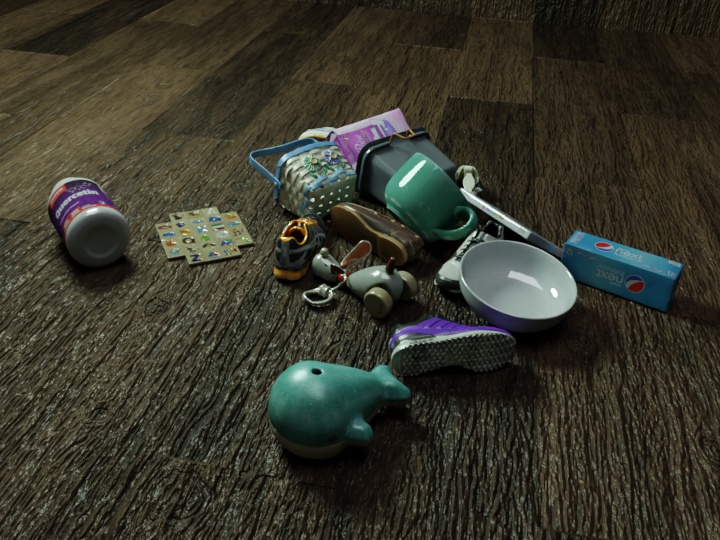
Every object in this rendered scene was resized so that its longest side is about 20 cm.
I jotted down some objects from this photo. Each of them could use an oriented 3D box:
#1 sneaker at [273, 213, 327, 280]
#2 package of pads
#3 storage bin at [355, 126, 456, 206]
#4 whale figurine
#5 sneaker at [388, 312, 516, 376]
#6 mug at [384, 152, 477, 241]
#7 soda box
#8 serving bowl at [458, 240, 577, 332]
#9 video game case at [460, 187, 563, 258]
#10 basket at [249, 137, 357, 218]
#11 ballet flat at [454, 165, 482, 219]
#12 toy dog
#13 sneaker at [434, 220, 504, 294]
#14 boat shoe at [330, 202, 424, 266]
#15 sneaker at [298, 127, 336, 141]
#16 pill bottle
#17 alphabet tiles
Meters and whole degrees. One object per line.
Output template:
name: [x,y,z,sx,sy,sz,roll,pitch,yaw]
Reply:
sneaker: [-0.108,-0.062,1.351,0.077,0.079,0.201,5,31,8]
package of pads: [0.031,-0.280,1.651,0.197,0.076,0.122,-23,73,-26]
storage bin: [0.106,-0.212,1.558,0.198,0.147,0.134,-23,50,-34]
whale figurine: [-0.027,0.164,0.976,0.197,0.106,0.159,-15,36,-25]
sneaker: [0.136,0.100,1.120,0.196,0.071,0.100,-2,30,-8]
mug: [0.123,-0.126,1.387,0.114,0.152,0.185,-44,21,-1]
soda box: [0.461,-0.002,1.303,0.197,0.069,0.064,22,36,28]
serving bowl: [0.256,0.036,1.223,0.196,0.067,0.202,6,39,-5]
video game case: [0.292,-0.090,1.410,0.142,0.018,0.200,22,14,-43]
basket: [-0.110,-0.203,1.512,0.175,0.141,0.199,-25,50,-36]
ballet flat: [0.232,-0.184,1.573,0.071,0.074,0.201,6,32,6]
toy dog: [0.000,0.000,1.242,0.196,0.098,0.132,10,33,12]
sneaker: [0.196,-0.027,1.317,0.073,0.081,0.199,24,40,27]
boat shoe: [0.031,-0.075,1.390,0.199,0.071,0.070,35,50,28]
sneaker: [-0.050,-0.315,1.753,0.195,0.077,0.089,5,32,3]
pill bottle: [-0.505,-0.097,1.344,0.111,0.114,0.200,-18,37,-29]
alphabet tiles: [-0.303,-0.070,1.416,0.163,0.006,0.200,-12,35,-20]
